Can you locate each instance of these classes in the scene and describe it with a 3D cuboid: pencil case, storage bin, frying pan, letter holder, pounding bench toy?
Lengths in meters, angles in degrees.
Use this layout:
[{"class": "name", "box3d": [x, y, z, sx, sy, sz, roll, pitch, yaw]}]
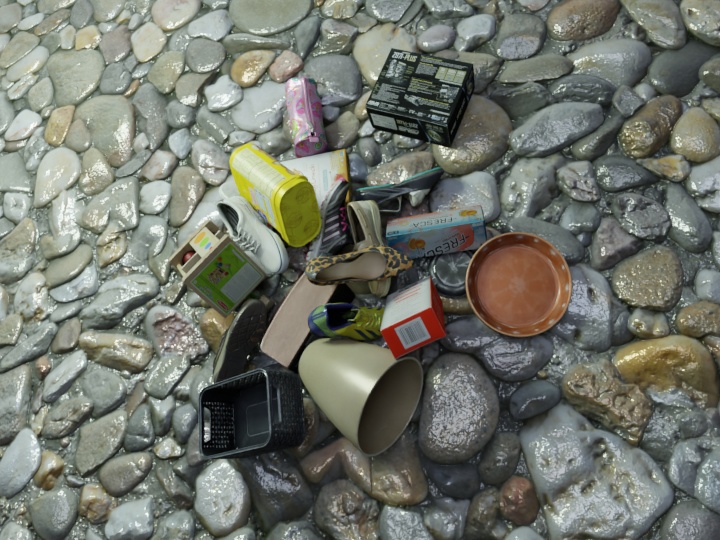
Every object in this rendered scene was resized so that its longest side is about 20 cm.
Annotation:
[{"class": "pencil case", "box3d": [-0.126, -0.356, 1.302, 0.086, 0.088, 0.202, -15, 64, 9]}, {"class": "storage bin", "box3d": [-0.208, 0.275, 1.055, 0.199, 0.093, 0.137, -23, 64, 33]}, {"class": "frying pan", "box3d": [0.154, 0.007, 1.134, 0.187, 0.031, 0.116, -12, 67, 7]}, {"class": "letter holder", "box3d": [-0.129, 0.088, 1.137, 0.141, 0.101, 0.201, 28, 79, 24]}, {"class": "pounding bench toy", "box3d": [-0.286, 0.014, 1.200, 0.124, 0.200, 0.156, -46, 35, -8]}]

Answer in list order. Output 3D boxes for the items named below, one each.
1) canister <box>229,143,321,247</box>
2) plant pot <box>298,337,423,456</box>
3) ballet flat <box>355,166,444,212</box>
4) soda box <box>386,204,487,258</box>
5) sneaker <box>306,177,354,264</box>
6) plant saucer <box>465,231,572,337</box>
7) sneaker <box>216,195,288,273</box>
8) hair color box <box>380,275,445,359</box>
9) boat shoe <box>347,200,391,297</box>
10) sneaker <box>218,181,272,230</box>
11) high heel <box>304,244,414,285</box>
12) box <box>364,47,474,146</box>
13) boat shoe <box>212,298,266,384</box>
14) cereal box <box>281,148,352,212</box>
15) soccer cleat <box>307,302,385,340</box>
[{"class": "canister", "box3d": [-0.177, -0.159, 1.143, 0.086, 0.150, 0.200, -35, 52, -21]}, {"class": "plant pot", "box3d": [-0.018, 0.208, 1.035, 0.199, 0.187, 0.189, 23, 77, 36]}, {"class": "ballet flat", "box3d": [0.088, -0.164, 1.196, 0.197, 0.073, 0.074, -15, 67, 2]}, {"class": "soda box", "box3d": [0.154, -0.075, 1.129, 0.197, 0.064, 0.069, -9, 33, 12]}, {"class": "sneaker", "box3d": [-0.047, -0.091, 1.180, 0.086, 0.074, 0.202, 19, 98, 7]}, {"class": "plant saucer", "box3d": [0.301, 0.027, 1.070, 0.197, 0.032, 0.203, -1, 79, 7]}, {"class": "sneaker", "box3d": [-0.227, -0.068, 1.140, 0.200, 0.071, 0.073, 48, 123, 16]}, {"class": "hair color box", "box3d": [0.097, 0.080, 1.020, 0.101, 0.200, 0.062, -26, 101, 13]}, {"class": "boat shoe", "box3d": [0.013, -0.043, 1.139, 0.064, 0.072, 0.203, -6, 84, -31]}, {"class": "sneaker", "box3d": [-0.256, -0.113, 1.260, 0.076, 0.082, 0.201, -17, 56, -27]}, {"class": "high heel", "box3d": [0.000, 0.000, 1.036, 0.197, 0.143, 0.072, 1, 105, 7]}, {"class": "box", "box3d": [0.134, -0.388, 1.248, 0.198, 0.086, 0.165, 18, 76, 20]}, {"class": "boat shoe", "box3d": [-0.259, 0.144, 1.144, 0.073, 0.074, 0.202, 32, 98, 51]}, {"class": "cereal box", "box3d": [-0.119, -0.187, 1.265, 0.197, 0.040, 0.146, -10, 71, 10]}, {"class": "soccer cleat", "box3d": [-0.005, 0.095, 1.063, 0.084, 0.198, 0.066, -35, 60, 49]}]
